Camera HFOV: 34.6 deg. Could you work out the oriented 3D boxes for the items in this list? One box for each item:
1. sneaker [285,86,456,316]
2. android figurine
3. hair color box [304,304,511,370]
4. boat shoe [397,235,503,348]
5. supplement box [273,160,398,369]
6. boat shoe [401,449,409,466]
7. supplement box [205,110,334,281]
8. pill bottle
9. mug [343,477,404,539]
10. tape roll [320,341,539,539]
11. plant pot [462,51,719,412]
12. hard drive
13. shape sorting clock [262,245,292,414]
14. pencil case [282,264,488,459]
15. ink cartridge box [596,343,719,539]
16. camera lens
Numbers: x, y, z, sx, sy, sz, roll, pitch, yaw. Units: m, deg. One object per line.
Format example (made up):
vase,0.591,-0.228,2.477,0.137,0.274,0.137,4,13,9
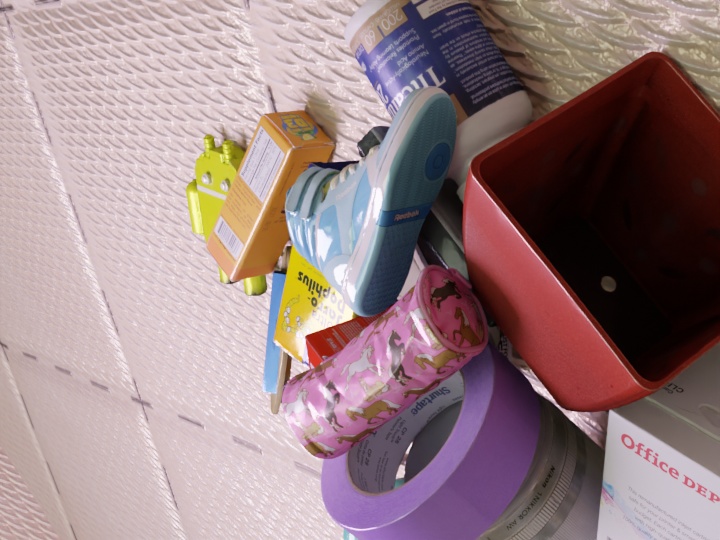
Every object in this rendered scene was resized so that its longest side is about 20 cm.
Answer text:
sneaker,-0.003,-0.077,0.969,0.130,0.079,0.202,36,115,34
android figurine,-0.163,-0.072,1.459,0.181,0.041,0.203,24,128,48
hair color box,0.050,0.087,1.126,0.061,0.197,0.103,-135,33,-53
boat shoe,0.059,-0.006,1.061,0.200,0.060,0.072,44,137,-3
supplement box,0.000,0.000,1.174,0.109,0.108,0.203,31,118,39
boat shoe,0.075,0.205,1.303,0.076,0.074,0.201,59,148,-6
supplement box,-0.105,-0.083,1.310,0.069,0.066,0.201,51,129,26
pill bottle,0.079,-0.151,0.999,0.202,0.110,0.111,59,148,6
mug,0.075,0.298,1.284,0.150,0.116,0.185,25,172,16
tape roll,0.057,0.148,0.994,0.065,0.202,0.199,40,157,-27
plant pot,0.191,-0.005,0.884,0.201,0.199,0.177,52,156,15
hard drive,0.089,-0.044,1.044,0.033,0.139,0.201,-42,75,23
shape sorting clock,-0.093,0.072,1.393,0.200,0.039,0.204,-174,90,-87
pencil case,0.019,0.078,0.956,0.200,0.082,0.088,-40,63,36
ink cartridge box,0.287,0.186,0.915,0.145,0.144,0.203,32,137,40
camera lens,0.156,0.211,1.057,0.200,0.161,0.159,42,156,-26
